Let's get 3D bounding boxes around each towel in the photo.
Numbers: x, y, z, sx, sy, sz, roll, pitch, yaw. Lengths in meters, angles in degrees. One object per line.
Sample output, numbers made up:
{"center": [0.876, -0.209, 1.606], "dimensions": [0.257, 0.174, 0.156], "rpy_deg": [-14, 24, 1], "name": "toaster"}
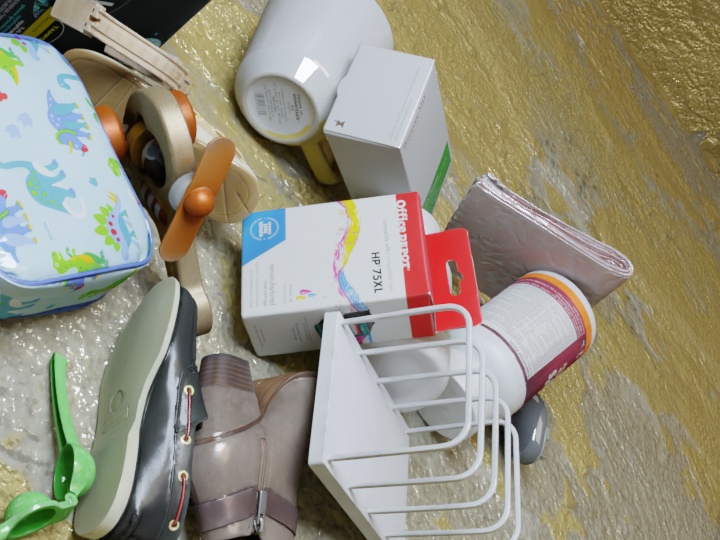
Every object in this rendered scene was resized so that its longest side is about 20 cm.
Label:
{"center": [0.183, -0.013, 1.128], "dimensions": [0.191, 0.200, 0.032], "rpy_deg": [33, 65, 2], "name": "towel"}

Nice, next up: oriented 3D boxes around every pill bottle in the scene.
{"center": [0.033, 0.030, 0.982], "dimensions": [0.114, 0.114, 0.200], "rpy_deg": [41, 35, -28], "name": "pill bottle"}
{"center": [0.149, 0.088, 1.054], "dimensions": [0.200, 0.110, 0.110], "rpy_deg": [-32, 91, -35], "name": "pill bottle"}

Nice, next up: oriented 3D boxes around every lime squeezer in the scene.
{"center": [-0.206, 0.130, 0.620], "dimensions": [0.071, 0.038, 0.200], "rpy_deg": [49, 33, -17], "name": "lime squeezer"}

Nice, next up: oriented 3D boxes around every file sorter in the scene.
{"center": [0.054, 0.140, 0.834], "dimensions": [0.200, 0.124, 0.139], "rpy_deg": [62, 26, -47], "name": "file sorter"}

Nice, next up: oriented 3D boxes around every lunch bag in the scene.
{"center": [-0.246, -0.067, 0.689], "dimensions": [0.161, 0.082, 0.200], "rpy_deg": [-16, 77, -60], "name": "lunch bag"}

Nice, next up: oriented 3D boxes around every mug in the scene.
{"center": [-0.044, -0.196, 1.047], "dimensions": [0.187, 0.149, 0.153], "rpy_deg": [41, 42, -16], "name": "mug"}

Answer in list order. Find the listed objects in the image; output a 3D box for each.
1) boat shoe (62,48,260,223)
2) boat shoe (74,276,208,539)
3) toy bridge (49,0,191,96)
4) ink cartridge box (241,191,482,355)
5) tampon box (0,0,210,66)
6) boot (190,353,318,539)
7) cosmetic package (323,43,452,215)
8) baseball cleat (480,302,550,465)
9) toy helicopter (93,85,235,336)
{"center": [-0.174, -0.116, 0.860], "dimensions": [0.200, 0.074, 0.069], "rpy_deg": [39, 12, -17], "name": "boat shoe"}
{"center": [-0.144, 0.098, 0.703], "dimensions": [0.063, 0.074, 0.202], "rpy_deg": [30, 47, -32], "name": "boat shoe"}
{"center": [-0.180, -0.176, 0.836], "dimensions": [0.067, 0.027, 0.200], "rpy_deg": [29, 0, 13], "name": "toy bridge"}
{"center": [0.000, 0.000, 0.877], "dimensions": [0.067, 0.200, 0.116], "rpy_deg": [78, 6, -53], "name": "ink cartridge box"}
{"center": [-0.228, -0.266, 0.821], "dimensions": [0.200, 0.150, 0.126], "rpy_deg": [-9, 70, -58], "name": "tampon box"}
{"center": [-0.068, 0.151, 0.788], "dimensions": [0.200, 0.070, 0.146], "rpy_deg": [22, 54, -49], "name": "boot"}
{"center": [0.033, -0.129, 1.037], "dimensions": [0.200, 0.085, 0.108], "rpy_deg": [65, 44, -67], "name": "cosmetic package"}
{"center": [0.154, 0.125, 1.143], "dimensions": [0.106, 0.070, 0.200], "rpy_deg": [23, 39, -26], "name": "baseball cleat"}
{"center": [-0.139, -0.041, 0.770], "dimensions": [0.079, 0.132, 0.200], "rpy_deg": [-19, 111, -32], "name": "toy helicopter"}
